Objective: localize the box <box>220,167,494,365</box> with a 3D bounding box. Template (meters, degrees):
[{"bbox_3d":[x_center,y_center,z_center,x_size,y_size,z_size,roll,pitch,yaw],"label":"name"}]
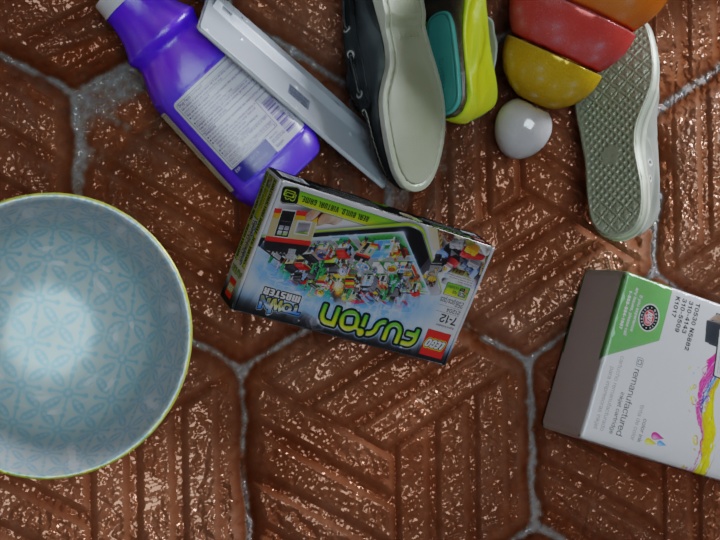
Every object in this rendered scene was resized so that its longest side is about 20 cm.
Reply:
[{"bbox_3d":[0.000,0.000,0.969,0.199,0.035,0.111,16,103,-27],"label":"box"}]

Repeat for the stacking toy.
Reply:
[{"bbox_3d":[0.163,-0.189,1.017,0.145,0.146,0.201,23,101,-14],"label":"stacking toy"}]

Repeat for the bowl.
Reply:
[{"bbox_3d":[-0.230,0.046,0.901,0.199,0.108,0.202,0,90,-16],"label":"bowl"}]

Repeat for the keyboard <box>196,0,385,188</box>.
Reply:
[{"bbox_3d":[-0.049,-0.141,0.963,0.200,0.011,0.056,39,38,-25],"label":"keyboard"}]

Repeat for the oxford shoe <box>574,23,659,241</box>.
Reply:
[{"bbox_3d":[0.229,-0.122,1.059,0.058,0.075,0.202,13,76,-56],"label":"oxford shoe"}]

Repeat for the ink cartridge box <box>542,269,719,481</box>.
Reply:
[{"bbox_3d":[0.278,0.097,1.056,0.199,0.084,0.146,18,86,-15],"label":"ink cartridge box"}]

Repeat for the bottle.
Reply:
[{"bbox_3d":[-0.122,-0.145,0.952,0.084,0.065,0.200,-45,101,-13],"label":"bottle"}]

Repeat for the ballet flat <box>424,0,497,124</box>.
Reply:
[{"bbox_3d":[0.084,-0.224,1.018,0.067,0.067,0.202,-9,96,-36],"label":"ballet flat"}]

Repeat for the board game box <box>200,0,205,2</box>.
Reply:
[{"bbox_3d":[-0.087,-0.314,0.930,0.034,0.126,0.201,18,86,-14],"label":"board game box"}]

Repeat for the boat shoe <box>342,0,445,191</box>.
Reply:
[{"bbox_3d":[0.017,-0.161,0.992,0.074,0.066,0.201,-13,93,-44],"label":"boat shoe"}]
